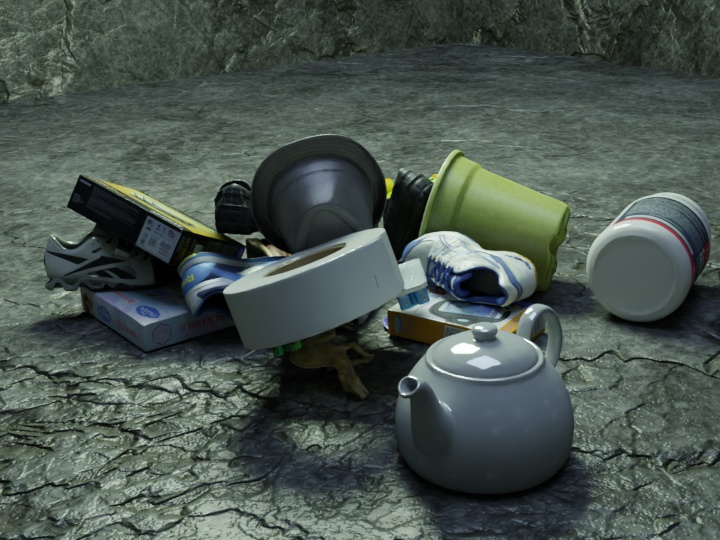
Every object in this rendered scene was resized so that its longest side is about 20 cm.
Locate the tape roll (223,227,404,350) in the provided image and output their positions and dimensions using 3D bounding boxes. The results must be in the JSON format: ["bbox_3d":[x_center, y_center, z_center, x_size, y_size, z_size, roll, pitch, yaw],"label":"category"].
[{"bbox_3d":[-0.052,0.019,1.205,0.201,0.071,0.202,-20,7,3],"label":"tape roll"}]

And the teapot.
[{"bbox_3d":[0.129,0.121,1.074,0.196,0.147,0.200,-2,19,-3],"label":"teapot"}]

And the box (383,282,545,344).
[{"bbox_3d":[0.130,0.063,1.394,0.199,0.042,0.119,14,25,31],"label":"box"}]

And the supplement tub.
[{"bbox_3d":[0.405,-0.024,1.465,0.140,0.141,0.200,9,23,27],"label":"supplement tub"}]

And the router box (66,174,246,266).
[{"bbox_3d":[-0.282,-0.061,1.469,0.199,0.052,0.157,27,5,26],"label":"router box"}]

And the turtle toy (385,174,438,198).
[{"bbox_3d":[0.092,-0.104,1.767,0.145,0.102,0.200,-6,20,-19],"label":"turtle toy"}]

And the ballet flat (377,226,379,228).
[{"bbox_3d":[-0.044,-0.029,1.567,0.062,0.067,0.200,43,46,1],"label":"ballet flat"}]

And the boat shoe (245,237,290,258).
[{"bbox_3d":[-0.119,-0.010,1.563,0.067,0.072,0.200,-9,19,-16],"label":"boat shoe"}]

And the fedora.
[{"bbox_3d":[-0.045,-0.065,1.332,0.176,0.201,0.091,-13,50,-5],"label":"fedora"}]

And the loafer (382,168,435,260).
[{"bbox_3d":[0.063,-0.082,1.591,0.070,0.201,0.068,42,59,14],"label":"loafer"}]

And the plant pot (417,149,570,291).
[{"bbox_3d":[0.200,-0.055,1.536,0.183,0.201,0.200,17,24,15],"label":"plant pot"}]

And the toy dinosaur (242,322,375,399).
[{"bbox_3d":[-0.051,0.096,1.288,0.199,0.059,0.101,17,28,41],"label":"toy dinosaur"}]

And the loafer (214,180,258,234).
[{"bbox_3d":[-0.166,-0.088,1.450,0.068,0.071,0.201,5,4,-4],"label":"loafer"}]

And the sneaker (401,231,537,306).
[{"bbox_3d":[0.132,-0.002,1.408,0.199,0.076,0.088,11,22,32],"label":"sneaker"}]

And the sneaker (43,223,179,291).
[{"bbox_3d":[-0.339,-0.022,1.469,0.199,0.089,0.074,-3,17,-12],"label":"sneaker"}]

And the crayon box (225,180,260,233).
[{"bbox_3d":[-0.112,-0.072,1.640,0.199,0.052,0.126,22,4,-35],"label":"crayon box"}]

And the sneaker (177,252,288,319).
[{"bbox_3d":[-0.141,0.029,1.396,0.199,0.074,0.083,1,53,-16],"label":"sneaker"}]

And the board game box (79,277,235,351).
[{"bbox_3d":[-0.259,0.040,1.479,0.199,0.041,0.200,-16,24,-34],"label":"board game box"}]

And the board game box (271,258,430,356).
[{"bbox_3d":[-0.013,0.043,1.298,0.199,0.026,0.200,-20,8,4],"label":"board game box"}]

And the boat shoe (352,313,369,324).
[{"bbox_3d":[0.000,0.000,1.494,0.074,0.093,0.200,4,21,9],"label":"boat shoe"}]
